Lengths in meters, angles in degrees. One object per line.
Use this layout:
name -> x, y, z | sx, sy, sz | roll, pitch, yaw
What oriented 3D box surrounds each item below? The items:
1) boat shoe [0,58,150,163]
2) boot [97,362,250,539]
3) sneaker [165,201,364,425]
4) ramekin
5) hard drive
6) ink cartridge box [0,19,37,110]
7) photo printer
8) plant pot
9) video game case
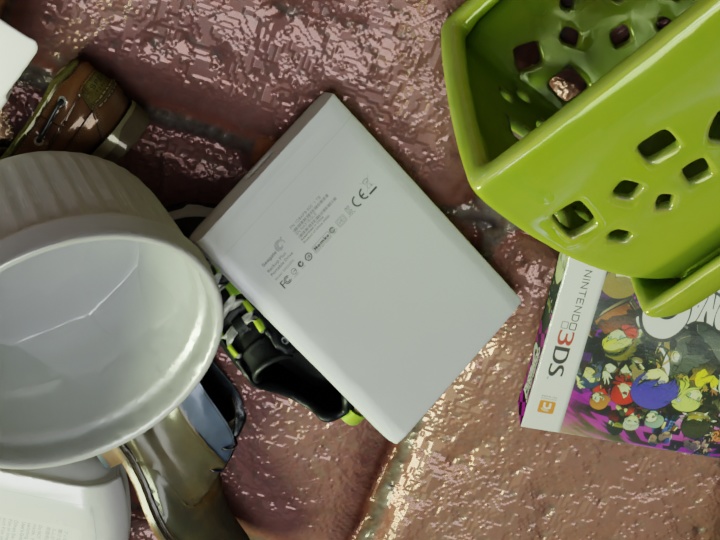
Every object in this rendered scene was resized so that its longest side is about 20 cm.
boat shoe -> -0.227, -0.058, 1.210 | 0.200, 0.072, 0.068 | -43, 107, 14
boot -> -0.110, 0.142, 1.319 | 0.097, 0.075, 0.200 | -28, 115, 21
sneaker -> -0.066, 0.031, 1.244 | 0.200, 0.083, 0.072 | 37, 116, -18
ramekin -> -0.195, 0.019, 1.155 | 0.200, 0.105, 0.201 | -17, 138, -16
hard drive -> 0.000, 0.000, 1.220 | 0.132, 0.027, 0.200 | -48, 112, -10
ink cartridge box -> -0.293, -0.114, 1.173 | 0.117, 0.067, 0.200 | 34, 118, -17
photo printer -> -0.269, 0.186, 1.354 | 0.199, 0.070, 0.167 | 11, 121, -5
plant pot -> 0.183, -0.104, 1.092 | 0.199, 0.200, 0.181 | -38, 120, 22
video game case -> 0.224, 0.044, 1.268 | 0.199, 0.036, 0.182 | 10, 123, -4
